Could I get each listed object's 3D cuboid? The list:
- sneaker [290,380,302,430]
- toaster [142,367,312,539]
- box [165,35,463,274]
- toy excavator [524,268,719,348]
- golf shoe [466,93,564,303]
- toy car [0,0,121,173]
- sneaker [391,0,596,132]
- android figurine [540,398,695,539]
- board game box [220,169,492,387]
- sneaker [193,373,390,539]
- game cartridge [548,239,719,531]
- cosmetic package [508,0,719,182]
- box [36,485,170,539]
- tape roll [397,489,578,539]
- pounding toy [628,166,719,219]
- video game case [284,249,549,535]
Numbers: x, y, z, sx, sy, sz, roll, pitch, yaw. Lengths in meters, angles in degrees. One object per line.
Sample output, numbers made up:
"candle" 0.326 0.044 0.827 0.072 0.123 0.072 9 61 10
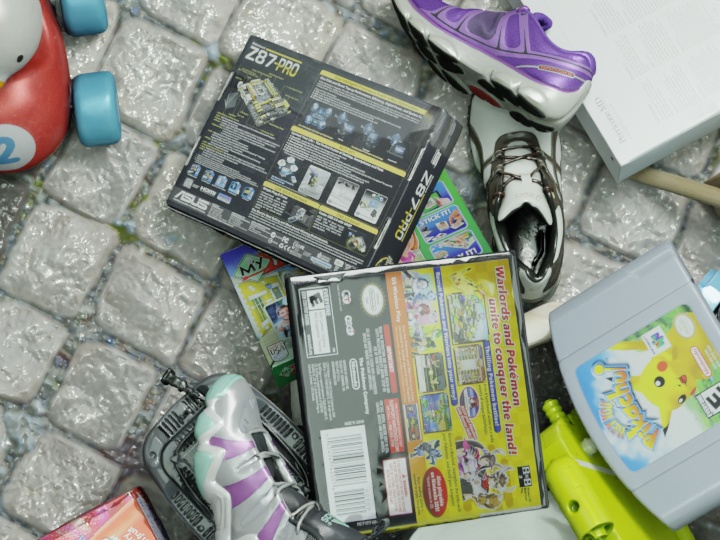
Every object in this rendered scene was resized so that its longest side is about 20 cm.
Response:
"sneaker" 0.028 0.116 1.691 0.198 0.081 0.116 3 96 19
"toaster" -0.093 0.163 1.657 0.114 0.129 0.200 -45 86 -6
"box" -0.039 -0.083 1.676 0.199 0.049 0.162 23 86 29
"toy excavator" 0.213 0.057 1.714 0.200 0.100 0.195 36 86 13
"golf shoe" 0.135 -0.075 1.708 0.077 0.094 0.201 -10 86 -3
"toy car" -0.291 -0.171 1.635 0.183 0.200 0.178 -7 87 -3
"sneaker" 0.109 -0.184 1.695 0.200 0.081 0.084 34 78 29
"android figurine" 0.203 0.188 1.662 0.041 0.182 0.201 -40 56 20
"board game box" 0.000 0.000 1.689 0.199 0.029 0.135 -24 50 -4
"sneaker" -0.045 0.174 1.535 0.139 0.078 0.201 -4 92 23
"game cartridge" 0.235 0.094 1.637 0.133 0.040 0.201 -33 73 14
"cosmetic package" 0.227 -0.195 1.721 0.150 0.052 0.201 -27 75 -6
"box" -0.191 0.232 1.615 0.095 0.200 0.100 -27 88 -6
"tape roll" 0.119 0.271 1.696 0.201 0.071 0.204 0 86 -3
"pounding toy" 0.348 -0.046 1.686 0.142 0.184 0.201 -29 89 -17
"video game case" 0.043 0.094 1.596 0.180 0.025 0.201 -7 86 -11
